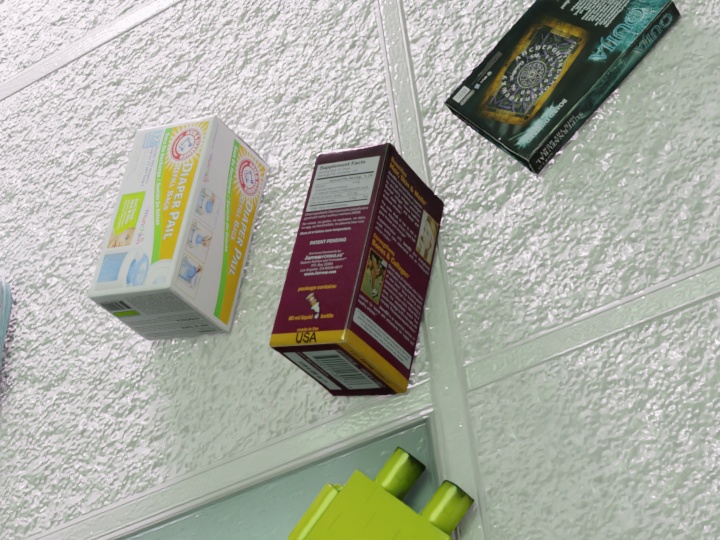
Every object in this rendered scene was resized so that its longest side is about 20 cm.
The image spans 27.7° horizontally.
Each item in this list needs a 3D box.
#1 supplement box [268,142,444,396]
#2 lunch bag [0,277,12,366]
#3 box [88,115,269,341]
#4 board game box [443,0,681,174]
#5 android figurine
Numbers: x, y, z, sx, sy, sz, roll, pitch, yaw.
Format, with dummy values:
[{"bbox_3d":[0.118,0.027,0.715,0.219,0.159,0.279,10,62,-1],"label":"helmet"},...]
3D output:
[{"bbox_3d":[0.000,0.000,1.328,0.085,0.110,0.201,-5,59,33],"label":"supplement box"},{"bbox_3d":[-0.465,0.093,1.622,0.159,0.077,0.201,-19,53,23],"label":"lunch bag"},{"bbox_3d":[-0.182,-0.043,1.490,0.112,0.101,0.201,-7,59,32],"label":"box"},{"bbox_3d":[0.188,-0.198,1.377,0.200,0.028,0.135,-47,47,0],"label":"board game box"},{"bbox_3d":[0.006,0.249,1.212,0.181,0.041,0.201,27,79,42],"label":"android figurine"}]
